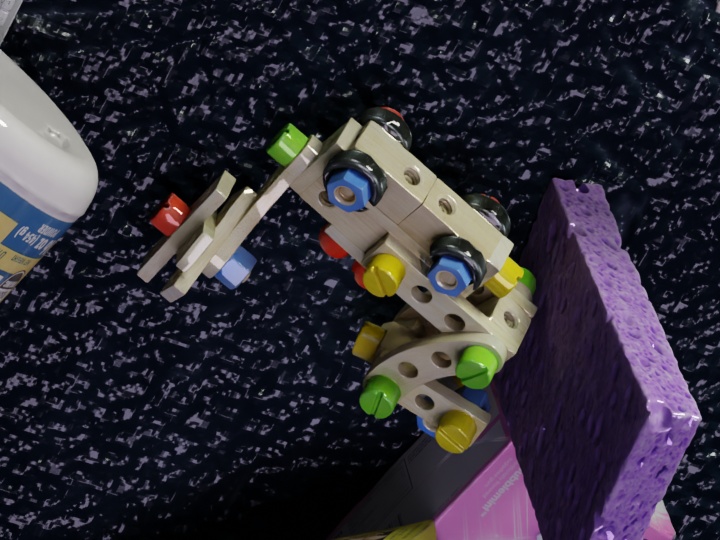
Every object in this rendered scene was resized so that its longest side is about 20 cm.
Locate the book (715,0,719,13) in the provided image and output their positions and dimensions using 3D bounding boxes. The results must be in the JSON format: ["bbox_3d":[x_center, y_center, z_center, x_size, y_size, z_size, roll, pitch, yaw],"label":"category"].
[{"bbox_3d":[0.245,-0.191,1.280,0.133,0.048,0.201,17,110,4],"label":"book"}]

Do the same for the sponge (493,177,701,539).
[{"bbox_3d":[0.104,0.054,1.362,0.030,0.200,0.112,10,120,-16],"label":"sponge"}]

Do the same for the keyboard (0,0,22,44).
[{"bbox_3d":[-0.166,-0.144,1.282,0.056,0.011,0.201,19,117,-24],"label":"keyboard"}]

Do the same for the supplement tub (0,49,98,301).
[{"bbox_3d":[-0.224,-0.015,1.246,0.200,0.145,0.145,-47,122,6],"label":"supplement tub"}]

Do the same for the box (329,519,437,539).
[{"bbox_3d":[-0.053,0.179,1.449,0.199,0.050,0.076,-11,94,19],"label":"box"}]

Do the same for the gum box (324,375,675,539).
[{"bbox_3d":[0.049,0.159,1.501,0.113,0.066,0.200,32,112,-27],"label":"gum box"}]

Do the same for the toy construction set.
[{"bbox_3d":[0.000,0.000,1.377,0.199,0.092,0.131,29,138,-20],"label":"toy construction set"}]
